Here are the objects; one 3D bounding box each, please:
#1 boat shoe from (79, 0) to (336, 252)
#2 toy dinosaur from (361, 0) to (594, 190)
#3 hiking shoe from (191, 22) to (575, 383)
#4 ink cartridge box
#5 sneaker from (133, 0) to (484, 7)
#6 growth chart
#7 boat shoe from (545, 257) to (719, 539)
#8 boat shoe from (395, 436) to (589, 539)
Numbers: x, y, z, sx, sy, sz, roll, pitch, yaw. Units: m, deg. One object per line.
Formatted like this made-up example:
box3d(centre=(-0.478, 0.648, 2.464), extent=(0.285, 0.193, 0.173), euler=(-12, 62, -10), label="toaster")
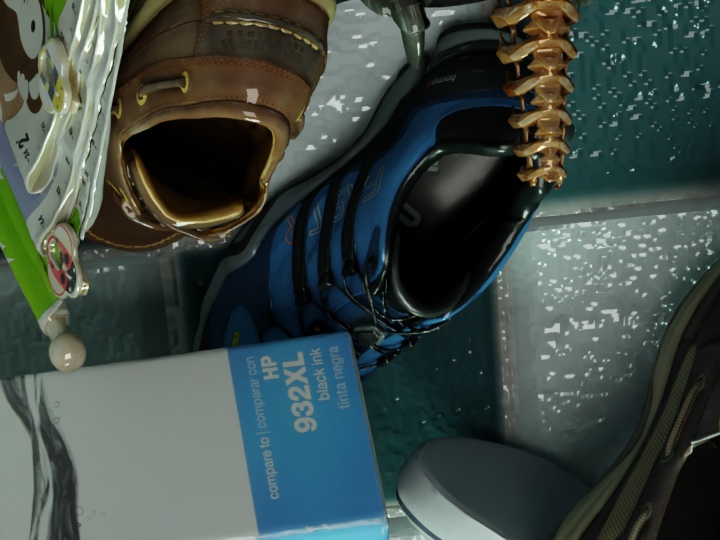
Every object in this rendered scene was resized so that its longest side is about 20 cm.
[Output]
box3d(centre=(-0.064, -0.044, 0.881), extent=(0.072, 0.068, 0.200), euler=(11, 157, -17), label="boat shoe")
box3d(centre=(0.038, -0.126, 0.781), extent=(0.102, 0.136, 0.200), euler=(18, 70, -2), label="toy dinosaur")
box3d(centre=(0.000, 0.000, 0.950), extent=(0.074, 0.087, 0.200), euler=(29, 112, -17), label="hiking shoe")
box3d(centre=(-0.096, 0.104, 0.937), extent=(0.200, 0.084, 0.145), euler=(-7, 147, -7), label="ink cartridge box")
box3d(centre=(-0.003, -0.112, 0.891), extent=(0.200, 0.088, 0.076), euler=(-2, 117, -3), label="sneaker")
box3d(centre=(-0.110, -0.086, 0.874), extent=(0.018, 0.145, 0.200), euler=(-9, 130, -27), label="growth chart")
box3d(centre=(0.142, 0.068, 0.964), extent=(0.074, 0.073, 0.200), euler=(36, 78, -25), label="boat shoe")
box3d(centre=(0.086, 0.138, 1.042), extent=(0.202, 0.075, 0.086), euler=(24, 117, -26), label="boat shoe")
